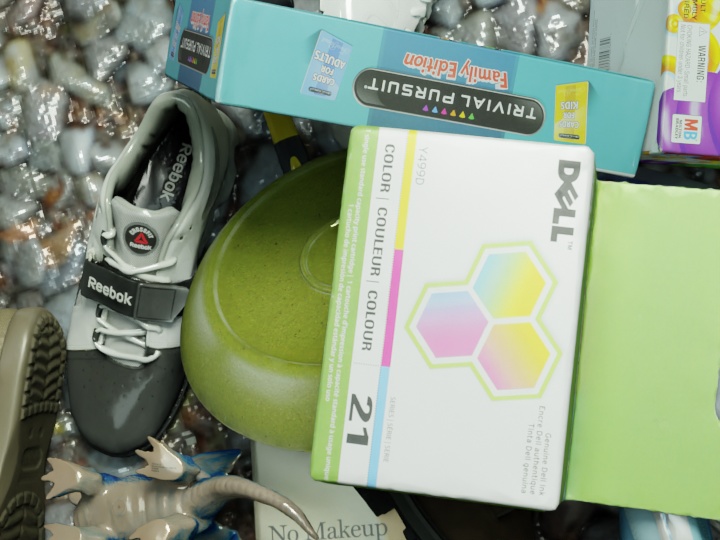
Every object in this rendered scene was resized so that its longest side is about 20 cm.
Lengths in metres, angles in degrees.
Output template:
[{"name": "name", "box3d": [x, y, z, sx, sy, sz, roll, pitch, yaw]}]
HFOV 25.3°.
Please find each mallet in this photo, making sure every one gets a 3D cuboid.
[{"name": "mallet", "box3d": [-0.053, -0.076, 0.886, 0.065, 0.041, 0.203, -14, 83, 3]}]

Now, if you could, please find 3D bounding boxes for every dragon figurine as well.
[{"name": "dragon figurine", "box3d": [-0.091, 0.119, 0.805, 0.198, 0.099, 0.060, -13, 74, 27]}]

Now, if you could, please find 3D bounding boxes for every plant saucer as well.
[{"name": "plant saucer", "box3d": [0.000, 0.000, 0.786, 0.197, 0.031, 0.201, -12, 44, 12]}]

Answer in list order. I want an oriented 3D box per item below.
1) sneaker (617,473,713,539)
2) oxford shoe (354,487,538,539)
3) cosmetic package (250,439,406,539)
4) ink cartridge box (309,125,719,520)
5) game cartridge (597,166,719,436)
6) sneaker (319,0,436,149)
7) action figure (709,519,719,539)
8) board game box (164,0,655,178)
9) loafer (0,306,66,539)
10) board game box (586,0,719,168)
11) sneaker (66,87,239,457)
[{"name": "sneaker", "box3d": [0.111, 0.178, 0.764, 0.129, 0.080, 0.202, -8, 120, 11]}, {"name": "oxford shoe", "box3d": [0.056, 0.106, 0.735, 0.084, 0.073, 0.200, -37, 64, -7]}, {"name": "cosmetic package", "box3d": [0.000, 0.144, 0.824, 0.104, 0.071, 0.203, -7, 80, 6]}, {"name": "ink cartridge box", "box3d": [0.090, 0.025, 0.668, 0.197, 0.076, 0.150, 6, 85, 11]}, {"name": "game cartridge", "box3d": [0.124, 0.003, 0.789, 0.199, 0.042, 0.133, 19, 54, 37]}, {"name": "sneaker", "box3d": [0.016, -0.163, 0.876, 0.079, 0.076, 0.203, 3, 83, -4]}, {"name": "action figure", "box3d": [0.175, 0.079, 0.795, 0.197, 0.120, 0.103, 1, 43, 12]}, {"name": "board game box", "box3d": [0.017, -0.091, 0.766, 0.197, 0.151, 0.048, 8, 99, -17]}, {"name": "loafer", "box3d": [-0.207, 0.116, 0.854, 0.067, 0.076, 0.203, 9, 81, 16]}, {"name": "board game box", "box3d": [0.221, -0.100, 0.784, 0.197, 0.103, 0.106, 3, 92, -13]}, {"name": "sneaker", "box3d": [-0.120, -0.002, 0.855, 0.073, 0.089, 0.203, 11, 84, 7]}]
